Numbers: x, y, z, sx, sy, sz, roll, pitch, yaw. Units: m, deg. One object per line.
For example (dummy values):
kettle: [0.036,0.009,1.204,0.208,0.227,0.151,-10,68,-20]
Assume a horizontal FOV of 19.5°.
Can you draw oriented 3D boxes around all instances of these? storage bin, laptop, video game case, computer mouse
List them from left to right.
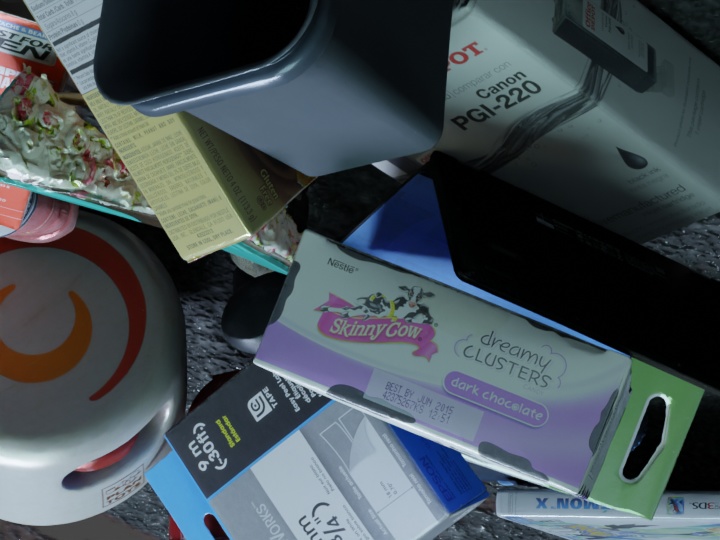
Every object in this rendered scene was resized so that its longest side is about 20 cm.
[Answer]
storage bin: [-0.016,-0.147,0.961,0.145,0.201,0.134,-11,152,34]
computer mouse: [0.000,0.000,1.219,0.058,0.200,0.034,18,122,42]
laptop: [0.095,0.030,1.107,0.187,0.200,0.116,23,115,-17]
video game case: [0.212,0.176,1.474,0.181,0.022,0.200,-2,167,23]

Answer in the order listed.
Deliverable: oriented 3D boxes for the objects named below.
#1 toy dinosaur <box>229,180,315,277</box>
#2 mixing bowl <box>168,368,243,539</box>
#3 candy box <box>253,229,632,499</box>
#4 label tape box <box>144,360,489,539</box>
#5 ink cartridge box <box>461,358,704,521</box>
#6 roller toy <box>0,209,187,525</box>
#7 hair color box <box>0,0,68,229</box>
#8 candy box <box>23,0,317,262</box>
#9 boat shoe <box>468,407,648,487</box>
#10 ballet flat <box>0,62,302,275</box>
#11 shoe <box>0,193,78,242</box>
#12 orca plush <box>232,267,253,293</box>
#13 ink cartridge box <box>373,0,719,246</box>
toy dinosaur: [-0.058,-0.040,1.218,0.077,0.103,0.200,9,148,7]
mixing bowl: [-0.043,0.114,1.418,0.199,0.109,0.200,-11,178,0]
candy box: [0.048,0.052,1.061,0.167,0.072,0.200,22,177,10]
label tape box: [-0.044,0.135,1.267,0.200,0.144,0.063,-39,169,25]
ink cartridge box: [0.103,0.071,1.304,0.199,0.104,0.059,19,-167,-6]
roller toy: [-0.204,0.067,1.358,0.182,0.201,0.140,9,152,0]
hair color box: [-0.183,-0.121,1.126,0.064,0.111,0.200,16,149,-8]
candy box: [-0.088,-0.120,1.011,0.055,0.115,0.200,-20,107,41]
boat shoe: [0.134,0.107,1.421,0.068,0.084,0.200,29,162,-26]
ballet flat: [-0.101,-0.051,1.070,0.199,0.064,0.076,19,179,-33]
shoe: [-0.268,-0.070,1.278,0.199,0.072,0.091,24,-179,18]
orca plush: [0.010,0.049,1.363,0.199,0.071,0.105,20,148,-11]
ink cartridge box: [0.084,-0.091,1.101,0.200,0.085,0.145,34,143,-27]
